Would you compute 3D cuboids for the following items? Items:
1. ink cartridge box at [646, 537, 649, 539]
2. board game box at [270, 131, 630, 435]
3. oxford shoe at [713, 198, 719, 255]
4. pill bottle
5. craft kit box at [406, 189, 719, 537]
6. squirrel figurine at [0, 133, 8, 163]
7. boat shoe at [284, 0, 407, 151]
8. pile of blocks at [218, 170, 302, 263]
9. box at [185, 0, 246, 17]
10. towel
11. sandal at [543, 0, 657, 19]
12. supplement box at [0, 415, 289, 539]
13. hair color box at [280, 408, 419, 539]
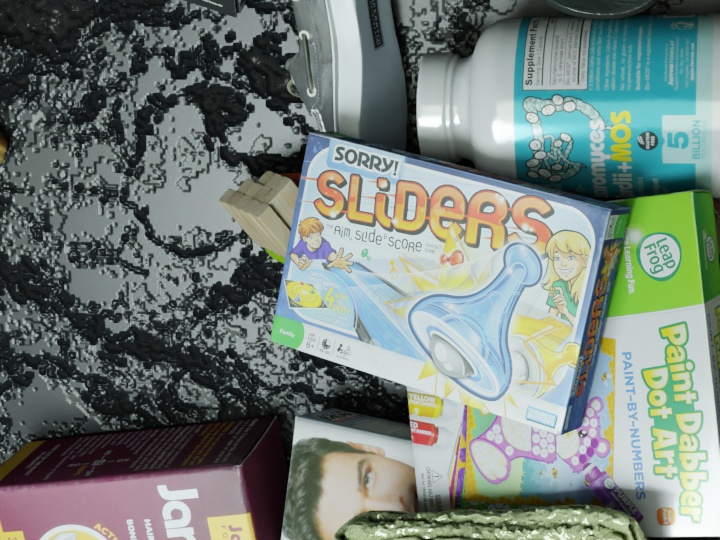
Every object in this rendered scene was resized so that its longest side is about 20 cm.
[{"bbox_3d":[0.168,0.267,1.110,0.116,0.067,0.200,41,110,0],"label":"ink cartridge box"},{"bbox_3d":[0.049,0.004,0.970,0.200,0.034,0.136,16,101,26],"label":"board game box"},{"bbox_3d":[0.163,0.038,1.041,0.070,0.075,0.200,29,110,3],"label":"oxford shoe"},{"bbox_3d":[0.138,-0.099,0.990,0.200,0.111,0.111,1,106,13],"label":"pill bottle"},{"bbox_3d":[0.122,0.061,0.979,0.197,0.049,0.200,-7,88,26],"label":"craft kit box"},{"bbox_3d":[-0.350,-0.125,1.051,0.200,0.187,0.142,5,107,11],"label":"squirrel figurine"},{"bbox_3d":[-0.018,-0.137,1.041,0.066,0.070,0.200,2,110,30],"label":"boat shoe"},{"bbox_3d":[0.000,0.000,1.082,0.200,0.082,0.062,44,78,-9],"label":"pile of blocks"},{"bbox_3d":[-0.164,-0.241,0.996,0.200,0.158,0.050,18,70,7],"label":"box"},{"bbox_3d":[0.094,0.197,0.980,0.200,0.037,0.148,-7,125,28],"label":"towel"},{"bbox_3d":[0.098,-0.224,0.965,0.075,0.048,0.200,-44,76,3],"label":"sandal"},{"bbox_3d":[-0.150,0.186,1.140,0.200,0.103,0.131,-8,102,14],"label":"supplement box"},{"bbox_3d":[0.051,0.159,1.076,0.200,0.061,0.099,9,96,26],"label":"hair color box"}]
